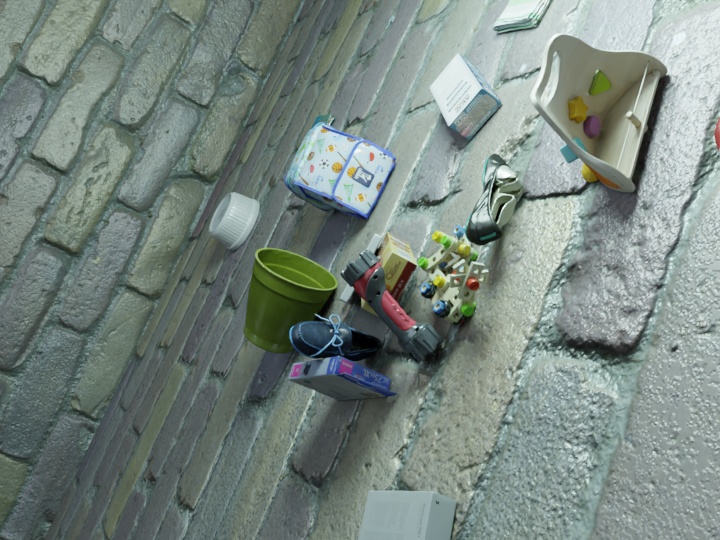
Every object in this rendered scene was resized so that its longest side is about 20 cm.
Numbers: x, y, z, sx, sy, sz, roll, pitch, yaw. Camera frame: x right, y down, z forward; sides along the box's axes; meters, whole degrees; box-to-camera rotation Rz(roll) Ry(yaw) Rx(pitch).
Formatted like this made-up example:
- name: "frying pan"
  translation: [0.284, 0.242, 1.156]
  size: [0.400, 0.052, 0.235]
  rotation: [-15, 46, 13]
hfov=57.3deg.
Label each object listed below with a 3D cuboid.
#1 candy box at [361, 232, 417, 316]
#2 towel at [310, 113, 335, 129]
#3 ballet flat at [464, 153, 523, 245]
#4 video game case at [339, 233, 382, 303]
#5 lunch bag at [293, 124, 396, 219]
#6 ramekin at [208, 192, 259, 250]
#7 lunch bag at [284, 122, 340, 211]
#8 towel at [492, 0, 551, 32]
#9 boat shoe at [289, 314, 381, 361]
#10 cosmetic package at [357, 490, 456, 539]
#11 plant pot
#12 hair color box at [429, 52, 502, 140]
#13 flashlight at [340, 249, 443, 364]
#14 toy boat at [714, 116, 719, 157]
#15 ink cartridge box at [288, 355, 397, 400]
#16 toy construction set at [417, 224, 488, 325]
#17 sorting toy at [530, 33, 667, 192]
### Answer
- name: "candy box"
  translation: [0.049, 0.005, 1.234]
  size: [0.116, 0.055, 0.200]
  rotation: [-61, 6, 12]
- name: "towel"
  translation: [-0.152, -0.409, 2.122]
  size: [0.201, 0.022, 0.147]
  rotation: [-64, 25, -1]
- name: "ballet flat"
  translation: [0.231, -0.120, 1.091]
  size: [0.068, 0.068, 0.201]
  rotation: [-8, 47, 38]
- name: "video game case"
  translation: [0.000, 0.000, 1.345]
  size: [0.144, 0.018, 0.200]
  rotation: [-62, 0, -2]
- name: "lunch bag"
  translation: [-0.033, -0.231, 1.574]
  size: [0.199, 0.124, 0.171]
  rotation: [25, 86, 21]
- name: "ramekin"
  translation: [-0.455, -0.183, 2.350]
  size: [0.200, 0.105, 0.201]
  rotation: [-42, 32, 34]
- name: "lunch bag"
  translation: [-0.094, -0.266, 1.719]
  size: [0.082, 0.160, 0.201]
  rotation: [-18, 47, 62]
- name: "towel"
  translation: [0.360, -0.590, 1.360]
  size: [0.201, 0.031, 0.149]
  rotation: [-61, 27, 1]
- name: "boat shoe"
  translation: [-0.041, 0.118, 1.200]
  size: [0.068, 0.200, 0.085]
  rotation: [-25, 68, 35]
- name: "cosmetic package"
  translation: [0.050, 0.411, 0.912]
  size: [0.151, 0.052, 0.201]
  rotation: [-26, 43, 53]
- name: "plant pot"
  translation: [-0.181, 0.079, 1.524]
  size: [0.194, 0.200, 0.200]
  rotation: [-66, 24, 16]
- name: "hair color box"
  translation: [0.213, -0.363, 1.366]
  size: [0.100, 0.060, 0.200]
  rotation: [-48, 28, 25]
- name: "flashlight"
  translation: [0.055, 0.057, 1.098]
  size: [0.068, 0.200, 0.068]
  rotation: [-41, -7, -17]
- name: "toy boat"
  translation: [0.427, -0.141, 0.681]
  size: [0.130, 0.130, 0.201]
  rotation: [-35, 36, 43]
- name: "ink cartridge box"
  translation: [-0.032, 0.196, 1.193]
  size: [0.200, 0.119, 0.042]
  rotation: [-17, 51, 56]
- name: "toy construction set"
  translation: [0.157, 0.008, 1.083]
  size: [0.131, 0.092, 0.200]
  rotation: [-54, 16, 14]
- name: "sorting toy"
  translation: [0.314, -0.232, 0.920]
  size: [0.107, 0.180, 0.201]
  rotation: [-6, 59, 59]
